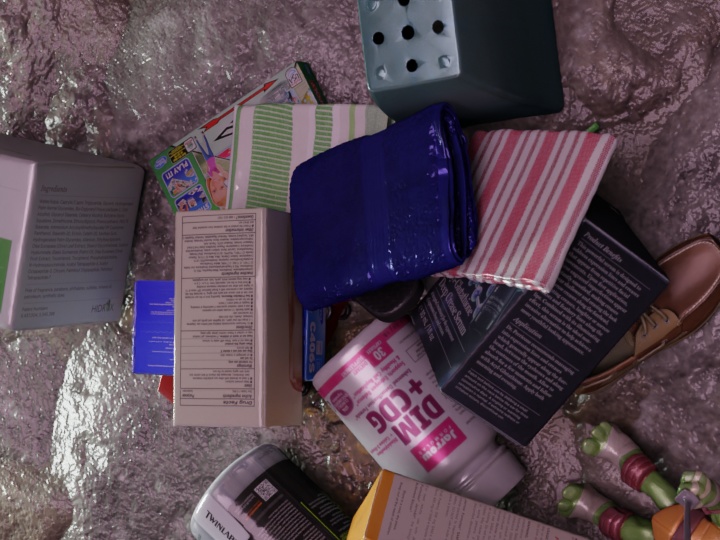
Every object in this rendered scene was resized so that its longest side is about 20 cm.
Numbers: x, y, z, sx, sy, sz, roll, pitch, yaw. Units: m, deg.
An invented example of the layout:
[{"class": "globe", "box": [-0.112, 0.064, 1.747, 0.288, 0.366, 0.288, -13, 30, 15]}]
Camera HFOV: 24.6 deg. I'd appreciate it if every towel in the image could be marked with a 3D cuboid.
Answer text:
[{"class": "towel", "box": [0.020, -0.052, 1.482, 0.199, 0.049, 0.149, -18, 68, 41]}, {"class": "towel", "box": [-0.054, -0.085, 1.588, 0.199, 0.023, 0.154, 7, 92, 40]}, {"class": "towel", "box": [0.134, -0.054, 1.430, 0.199, 0.030, 0.147, 9, 70, 58]}]

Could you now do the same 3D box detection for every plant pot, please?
[{"class": "plant pot", "box": [0.080, -0.208, 1.484, 0.140, 0.200, 0.143, -7, 89, 24]}]

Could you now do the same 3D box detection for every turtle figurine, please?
[{"class": "turtle figurine", "box": [0.250, 0.228, 1.447, 0.193, 0.199, 0.145, 35, 145, 40]}]

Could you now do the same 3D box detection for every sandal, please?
[{"class": "sandal", "box": [0.000, 0.000, 1.580, 0.075, 0.045, 0.200, -45, 41, -2]}]

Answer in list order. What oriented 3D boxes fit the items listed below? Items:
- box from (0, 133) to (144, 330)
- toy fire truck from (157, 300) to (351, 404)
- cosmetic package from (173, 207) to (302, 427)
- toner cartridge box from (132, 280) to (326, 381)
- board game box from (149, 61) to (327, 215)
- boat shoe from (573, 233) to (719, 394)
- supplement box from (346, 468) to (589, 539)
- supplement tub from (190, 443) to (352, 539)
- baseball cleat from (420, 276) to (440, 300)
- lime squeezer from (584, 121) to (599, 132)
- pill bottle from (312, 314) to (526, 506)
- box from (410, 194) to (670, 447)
[{"class": "box", "box": [-0.364, -0.046, 1.694, 0.197, 0.200, 0.173, 14, 96, 24]}, {"class": "toy fire truck", "box": [-0.107, 0.070, 1.666, 0.140, 0.049, 0.201, 33, 104, 21]}, {"class": "cosmetic package", "box": [-0.113, 0.046, 1.546, 0.102, 0.087, 0.202, 0, 86, 24]}, {"class": "toner cartridge box", "box": [-0.131, 0.058, 1.627, 0.198, 0.043, 0.096, 1, 89, 26]}, {"class": "board game box", "box": [-0.107, -0.102, 1.668, 0.199, 0.029, 0.136, -31, 79, 23]}, {"class": "boat shoe", "box": [0.251, 0.047, 1.489, 0.200, 0.074, 0.076, -44, 76, 20]}, {"class": "supplement box", "box": [0.090, 0.262, 1.479, 0.198, 0.126, 0.074, 19, 59, -3]}, {"class": "supplement tub", "box": [-0.061, 0.277, 1.616, 0.200, 0.122, 0.123, 42, 108, 17]}, {"class": "baseball cleat", "box": [0.052, -0.039, 1.577, 0.200, 0.070, 0.107, 44, 108, 17]}, {"class": "lime squeezer", "box": [0.125, -0.099, 1.544, 0.198, 0.038, 0.071, -2, 78, 6]}, {"class": "pill bottle", "box": [0.058, 0.144, 1.555, 0.113, 0.113, 0.200, -43, 85, 20]}, {"class": "box", "box": [0.155, 0.026, 1.469, 0.107, 0.149, 0.200, 34, 105, -22]}]
